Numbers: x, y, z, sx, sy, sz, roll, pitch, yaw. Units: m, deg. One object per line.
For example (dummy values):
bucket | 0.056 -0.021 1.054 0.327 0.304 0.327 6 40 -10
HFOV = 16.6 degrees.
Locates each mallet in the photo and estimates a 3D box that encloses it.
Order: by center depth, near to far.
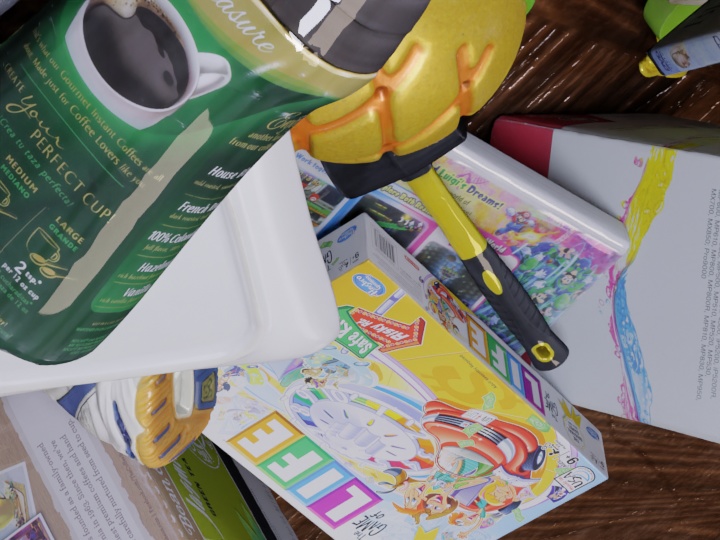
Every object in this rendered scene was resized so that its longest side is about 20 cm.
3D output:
mallet | 0.040 -0.011 1.163 0.066 0.041 0.200 -20 133 9

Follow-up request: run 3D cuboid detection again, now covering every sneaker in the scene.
sneaker | -0.114 -0.005 1.114 0.075 0.088 0.201 -33 139 -48

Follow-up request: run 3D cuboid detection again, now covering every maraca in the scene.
maraca | -0.019 -0.097 1.015 0.199 0.107 0.137 -7 163 -33

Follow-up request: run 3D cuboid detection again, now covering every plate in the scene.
plate | -0.119 -0.012 1.002 0.199 0.032 0.200 -8 139 5

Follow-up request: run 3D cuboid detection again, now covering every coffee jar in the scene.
coffee jar | -0.073 -0.066 0.876 0.200 0.104 0.085 -43 168 18

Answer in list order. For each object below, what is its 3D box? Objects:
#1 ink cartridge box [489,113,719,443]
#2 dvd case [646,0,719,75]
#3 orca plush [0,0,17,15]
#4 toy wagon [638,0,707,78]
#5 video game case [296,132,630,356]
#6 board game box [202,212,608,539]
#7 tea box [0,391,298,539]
ink cartridge box | 0.181 0.002 1.268 0.145 0.200 0.145 -3 101 -45
dvd case | 0.218 -0.141 1.075 0.143 0.018 0.200 -39 -171 -15
orca plush | -0.176 -0.110 0.895 0.200 0.071 0.105 -36 -160 17
toy wagon | 0.194 -0.174 1.204 0.155 0.040 0.200 -4 143 -45
video game case | 0.000 0.000 1.203 0.200 0.024 0.182 28 120 -28
board game box | 0.011 0.070 1.220 0.134 0.034 0.200 -31 128 23
tea box | -0.112 0.171 1.279 0.133 0.200 0.197 -36 155 9
